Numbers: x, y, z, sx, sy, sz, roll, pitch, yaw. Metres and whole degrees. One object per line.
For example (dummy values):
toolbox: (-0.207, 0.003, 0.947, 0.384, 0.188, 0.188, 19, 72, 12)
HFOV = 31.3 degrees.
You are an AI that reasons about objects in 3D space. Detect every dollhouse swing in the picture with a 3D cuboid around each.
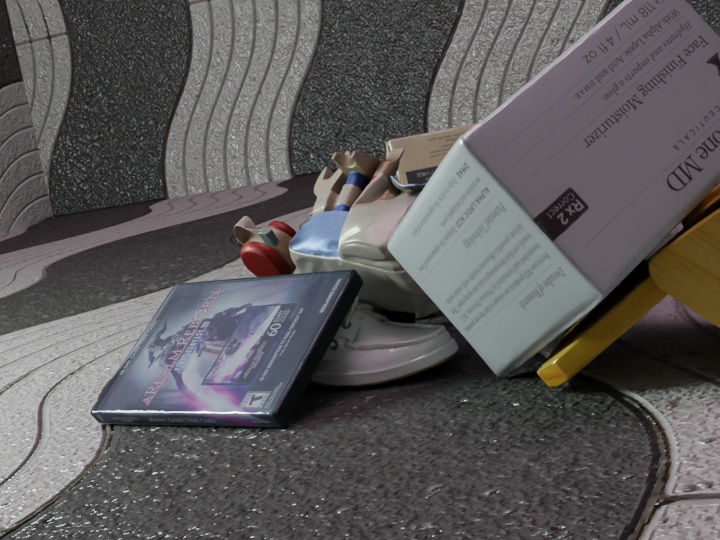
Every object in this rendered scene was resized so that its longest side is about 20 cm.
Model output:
dollhouse swing: (0.249, 0.038, 0.866, 0.181, 0.177, 0.200, 34, 20, 10)

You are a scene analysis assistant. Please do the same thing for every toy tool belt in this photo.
toy tool belt: (0.005, -0.039, 1.046, 0.198, 0.125, 0.124, 8, 55, 39)

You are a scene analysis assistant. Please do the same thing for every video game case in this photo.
video game case: (-0.105, 0.061, 0.997, 0.198, 0.019, 0.144, -4, 43, 38)

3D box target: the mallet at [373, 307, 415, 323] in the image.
mallet: (-0.050, 0.065, 1.089, 0.198, 0.042, 0.066, -15, 10, 8)

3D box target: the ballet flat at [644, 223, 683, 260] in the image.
ballet flat: (0.239, -0.065, 1.155, 0.067, 0.063, 0.199, -35, 54, -26)

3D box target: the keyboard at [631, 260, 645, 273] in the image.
keyboard: (0.206, -0.004, 1.178, 0.198, 0.040, 0.104, -15, 8, -15)

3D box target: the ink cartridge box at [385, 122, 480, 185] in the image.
ink cartridge box: (0.113, -0.089, 1.473, 0.163, 0.076, 0.200, -12, -20, -4)

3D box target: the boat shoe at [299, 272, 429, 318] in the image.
boat shoe: (-0.006, 0.023, 1.252, 0.073, 0.063, 0.199, -45, 22, -26)

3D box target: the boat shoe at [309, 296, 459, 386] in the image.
boat shoe: (-0.019, 0.050, 1.008, 0.198, 0.070, 0.071, -6, 8, 29)

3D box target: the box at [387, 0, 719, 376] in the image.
box: (0.146, -0.058, 0.876, 0.199, 0.131, 0.200, -41, -6, -22)
